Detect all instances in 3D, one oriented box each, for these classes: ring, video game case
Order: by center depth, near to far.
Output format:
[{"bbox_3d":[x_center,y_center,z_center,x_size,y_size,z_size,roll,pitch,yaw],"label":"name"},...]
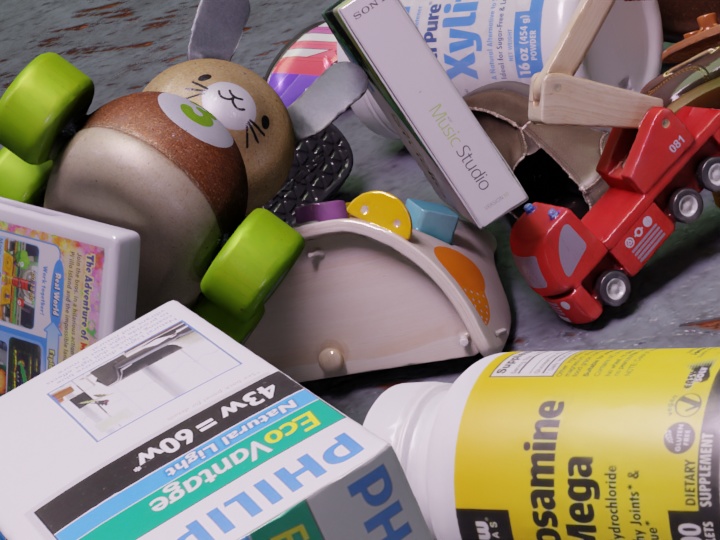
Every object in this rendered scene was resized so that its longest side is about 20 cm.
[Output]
[{"bbox_3d":[-0.195,0.060,0.985,0.182,0.200,0.024,14,15,32],"label":"video game case"},{"bbox_3d":[0.294,-0.175,1.232,0.200,0.019,0.200,-15,-1,0],"label":"ring"}]

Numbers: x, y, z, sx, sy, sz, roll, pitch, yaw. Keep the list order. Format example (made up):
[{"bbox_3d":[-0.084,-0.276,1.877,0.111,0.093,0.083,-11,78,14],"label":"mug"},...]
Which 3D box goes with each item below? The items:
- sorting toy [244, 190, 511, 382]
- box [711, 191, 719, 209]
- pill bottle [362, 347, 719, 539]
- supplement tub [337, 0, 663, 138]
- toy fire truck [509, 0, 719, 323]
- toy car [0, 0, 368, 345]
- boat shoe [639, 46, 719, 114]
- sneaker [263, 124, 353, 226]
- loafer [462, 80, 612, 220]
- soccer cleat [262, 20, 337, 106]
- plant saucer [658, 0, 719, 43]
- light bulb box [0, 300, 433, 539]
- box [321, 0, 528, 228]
[{"bbox_3d":[0.000,0.000,1.140,0.200,0.107,0.180,-10,7,21],"label":"sorting toy"},{"bbox_3d":[0.278,-0.038,1.030,0.119,0.042,0.200,-24,24,0],"label":"box"},{"bbox_3d":[0.103,0.091,0.823,0.200,0.113,0.112,-4,30,34],"label":"pill bottle"},{"bbox_3d":[0.098,-0.157,1.314,0.200,0.132,0.132,1,32,39],"label":"supplement tub"},{"bbox_3d":[0.143,-0.085,1.059,0.200,0.141,0.049,-47,20,-9],"label":"toy fire truck"},{"bbox_3d":[-0.082,-0.074,1.017,0.200,0.164,0.158,-53,-2,-32],"label":"toy car"},{"bbox_3d":[0.268,-0.129,1.162,0.200,0.070,0.070,-18,31,7],"label":"boat shoe"},{"bbox_3d":[-0.084,-0.034,1.304,0.200,0.072,0.083,-35,4,-31],"label":"sneaker"},{"bbox_3d":[0.109,-0.071,1.196,0.071,0.073,0.200,-33,27,-25],"label":"loafer"},{"bbox_3d":[0.011,-0.174,1.496,0.200,0.068,0.073,-30,31,-26],"label":"soccer cleat"},{"bbox_3d":[0.224,-0.233,1.297,0.200,0.201,0.037,-9,37,24],"label":"plant saucer"},{"bbox_3d":[-0.049,0.143,0.730,0.125,0.198,0.200,-31,25,-17],"label":"light bulb box"},{"bbox_3d":[0.032,-0.100,1.094,0.036,0.144,0.200,-34,7,0],"label":"box"}]
